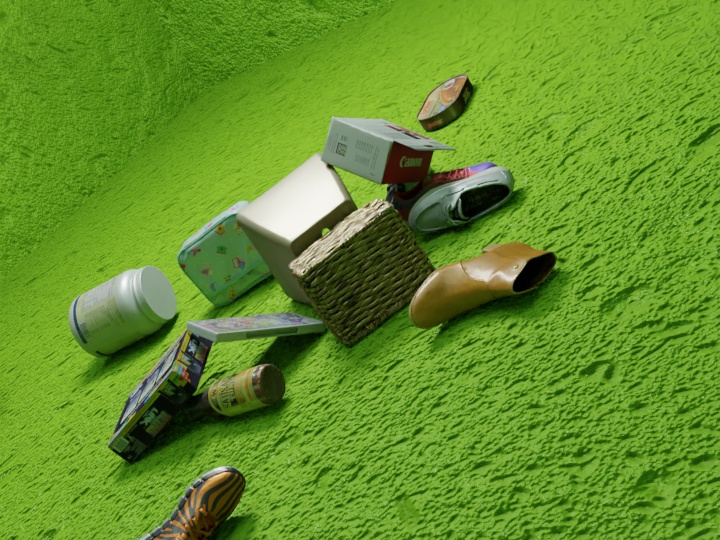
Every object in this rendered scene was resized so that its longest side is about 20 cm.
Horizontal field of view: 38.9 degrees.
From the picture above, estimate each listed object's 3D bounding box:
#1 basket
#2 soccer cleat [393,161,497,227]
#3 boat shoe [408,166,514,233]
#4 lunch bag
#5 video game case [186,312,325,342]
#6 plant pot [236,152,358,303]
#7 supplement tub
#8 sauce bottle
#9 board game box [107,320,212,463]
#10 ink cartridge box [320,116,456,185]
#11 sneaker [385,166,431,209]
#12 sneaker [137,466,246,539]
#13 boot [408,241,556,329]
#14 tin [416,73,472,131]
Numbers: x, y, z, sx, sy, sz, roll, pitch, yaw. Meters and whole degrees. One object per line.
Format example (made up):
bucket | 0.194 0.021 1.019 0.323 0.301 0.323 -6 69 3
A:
basket | 0.000 0.000 1.664 0.199 0.150 0.143 -38 15 -7
soccer cleat | 0.153 -0.151 1.836 0.198 0.074 0.069 -28 22 16
boat shoe | 0.170 -0.114 1.741 0.198 0.071 0.072 -25 20 16
lunch bag | -0.257 -0.031 2.063 0.198 0.161 0.077 -33 16 18
video game case | -0.177 0.095 1.724 0.197 0.018 0.142 -4 7 -30
plant pot | -0.069 -0.057 1.807 0.199 0.201 0.177 -37 27 -9
supplement tub | -0.508 0.086 2.185 0.198 0.146 0.146 -25 23 20
sauce bottle | -0.207 0.202 1.632 0.198 0.066 0.066 -24 23 36
board game box | -0.338 0.206 1.743 0.200 0.056 0.166 -47 15 23
ink cartridge box | 0.055 -0.209 1.837 0.173 0.085 0.199 24 16 24
sneaker | 0.064 -0.190 1.984 0.074 0.116 0.201 -18 27 34
sneaker | -0.217 0.355 1.336 0.200 0.078 0.112 -47 27 -2
boot | 0.173 0.022 1.453 0.200 0.072 0.144 -36 18 -17
tin | 0.191 -0.379 2.303 0.110 0.042 0.201 -16 28 30
